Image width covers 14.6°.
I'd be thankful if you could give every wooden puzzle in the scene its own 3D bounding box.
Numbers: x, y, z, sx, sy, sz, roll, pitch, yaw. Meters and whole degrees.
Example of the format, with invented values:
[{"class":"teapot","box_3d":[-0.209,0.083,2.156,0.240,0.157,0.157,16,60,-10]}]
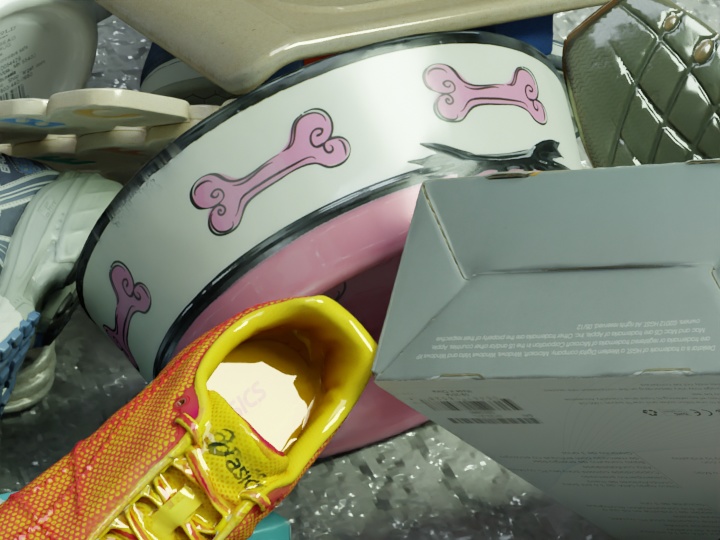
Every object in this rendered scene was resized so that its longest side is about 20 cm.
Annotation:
[{"class":"wooden puzzle","box_3d":[0.001,-0.117,1.133,0.200,0.046,0.185,-17,28,-24]}]

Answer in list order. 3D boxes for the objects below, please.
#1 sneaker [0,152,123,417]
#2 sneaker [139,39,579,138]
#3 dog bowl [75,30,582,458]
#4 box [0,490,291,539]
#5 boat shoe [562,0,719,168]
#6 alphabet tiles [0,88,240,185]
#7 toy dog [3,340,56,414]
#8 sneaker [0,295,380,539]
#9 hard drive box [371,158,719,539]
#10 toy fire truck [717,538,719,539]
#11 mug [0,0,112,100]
[{"class":"sneaker","box_3d":[-0.160,0.016,1.026,0.085,0.077,0.200,26,32,2]},{"class":"sneaker","box_3d":[0.004,-0.115,1.250,0.202,0.077,0.146,0,45,1]},{"class":"dog bowl","box_3d":[0.000,0.000,1.047,0.200,0.200,0.074,-18,65,-19]},{"class":"box","box_3d":[-0.128,0.113,0.947,0.200,0.049,0.082,-9,18,-32]},{"class":"boat shoe","box_3d":[0.145,-0.016,1.089,0.076,0.200,0.074,-37,6,-4]},{"class":"alphabet tiles","box_3d":[-0.068,-0.048,1.116,0.200,0.015,0.196,-4,-8,43]},{"class":"toy dog","box_3d":[-0.224,0.010,1.094,0.200,0.096,0.132,19,45,19]},{"class":"sneaker","box_3d":[-0.069,0.076,0.893,0.073,0.077,0.200,43,57,-9]},{"class":"hard drive box","box_3d":[0.127,0.041,0.950,0.156,0.200,0.077,-2,64,39]},{"class":"toy fire truck","box_3d":[0.092,0.170,0.930,0.168,0.112,0.200,-3,35,33]},{"class":"mug","box_3d":[-0.180,-0.138,1.226,0.200,0.148,0.175,-24,53,-33]}]
